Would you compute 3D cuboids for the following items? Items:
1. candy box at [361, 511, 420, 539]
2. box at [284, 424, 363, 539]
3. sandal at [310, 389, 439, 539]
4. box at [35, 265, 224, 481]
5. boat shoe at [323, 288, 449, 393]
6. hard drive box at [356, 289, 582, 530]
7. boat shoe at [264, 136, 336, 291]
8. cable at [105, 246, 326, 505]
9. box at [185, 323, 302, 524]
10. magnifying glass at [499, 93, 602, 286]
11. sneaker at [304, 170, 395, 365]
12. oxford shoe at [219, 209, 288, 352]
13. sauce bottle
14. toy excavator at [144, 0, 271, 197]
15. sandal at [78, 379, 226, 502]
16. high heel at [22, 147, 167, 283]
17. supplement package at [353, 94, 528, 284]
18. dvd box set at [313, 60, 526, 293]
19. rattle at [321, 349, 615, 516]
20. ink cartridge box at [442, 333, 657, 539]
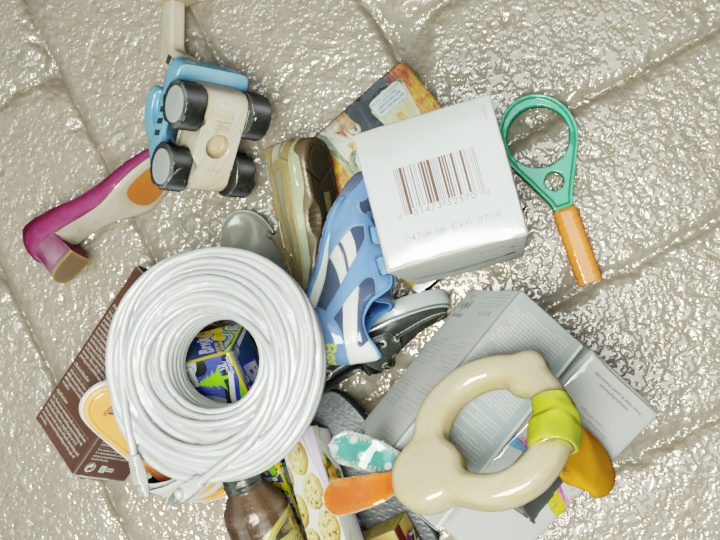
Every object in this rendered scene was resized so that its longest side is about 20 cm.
[{"bbox_3d":[-0.018,0.338,0.842,0.200,0.056,0.117,-30,87,17],"label":"candy box"},{"bbox_3d":[-0.025,0.246,0.797,0.041,0.039,0.200,-27,66,19],"label":"box"},{"bbox_3d":[0.008,0.213,0.869,0.076,0.043,0.200,-30,93,15],"label":"sandal"},{"bbox_3d":[-0.241,0.108,0.881,0.100,0.075,0.200,39,97,37],"label":"box"},{"bbox_3d":[0.004,0.080,0.842,0.200,0.069,0.057,-24,75,-5],"label":"boat shoe"},{"bbox_3d":[0.087,0.117,0.772,0.077,0.156,0.200,41,84,-5],"label":"hard drive box"},{"bbox_3d":[-0.060,-0.035,0.872,0.076,0.072,0.201,-1,98,31],"label":"boat shoe"},{"bbox_3d":[-0.123,0.081,0.731,0.200,0.069,0.200,-24,78,9],"label":"cable"},{"bbox_3d":[-0.114,0.157,0.835,0.064,0.070,0.200,-15,110,11],"label":"box"},{"bbox_3d":[0.198,-0.082,0.851,0.079,0.022,0.201,-19,85,9],"label":"magnifying glass"},{"bbox_3d":[0.000,0.000,0.805,0.082,0.074,0.201,9,70,14],"label":"sneaker"},{"bbox_3d":[-0.110,0.032,0.884,0.075,0.058,0.201,-9,85,11],"label":"oxford shoe"},{"bbox_3d":[-0.087,0.250,0.783,0.065,0.065,0.200,-20,96,9],"label":"sauce bottle"},{"bbox_3d":[-0.182,-0.194,0.881,0.200,0.100,0.195,39,118,43],"label":"toy excavator"},{"bbox_3d":[-0.193,0.186,0.836,0.079,0.059,0.207,-46,125,0],"label":"sandal"},{"bbox_3d":[-0.286,-0.083,0.927,0.200,0.067,0.096,-49,59,3],"label":"high heel"},{"bbox_3d":[0.077,-0.061,0.747,0.117,0.200,0.118,-16,84,9],"label":"supplement package"},{"bbox_3d":[0.052,-0.094,0.873,0.146,0.029,0.200,-39,82,7],"label":"dvd box set"},{"bbox_3d":[0.086,0.159,0.678,0.200,0.143,0.130,-34,60,7],"label":"rattle"},{"bbox_3d":[0.159,0.159,0.783,0.086,0.148,0.200,41,96,-2],"label":"ink cartridge box"}]
